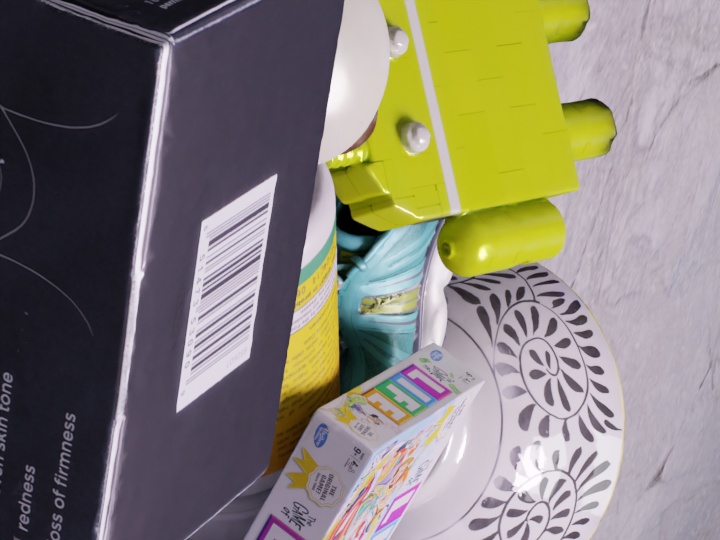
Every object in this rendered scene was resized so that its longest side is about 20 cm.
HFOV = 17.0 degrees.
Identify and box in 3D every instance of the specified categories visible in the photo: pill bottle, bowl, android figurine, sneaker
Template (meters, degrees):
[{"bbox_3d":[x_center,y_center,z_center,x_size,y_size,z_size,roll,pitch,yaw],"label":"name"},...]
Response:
[{"bbox_3d":[-0.065,0.033,1.115,0.113,0.112,0.201,-51,154,-38],"label":"pill bottle"},{"bbox_3d":[0.032,0.080,1.277,0.094,0.200,0.202,14,97,-60],"label":"bowl"},{"bbox_3d":[0.043,-0.088,1.150,0.199,0.041,0.183,-9,87,-44],"label":"android figurine"},{"bbox_3d":[0.000,0.000,1.202,0.079,0.077,0.201,4,105,-51],"label":"sneaker"}]

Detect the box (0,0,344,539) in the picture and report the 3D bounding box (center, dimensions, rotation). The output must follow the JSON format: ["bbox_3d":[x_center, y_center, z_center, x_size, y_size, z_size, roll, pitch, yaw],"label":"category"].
[{"bbox_3d":[-0.126,-0.029,0.785,0.124,0.196,0.201,-37,142,-56],"label":"box"}]

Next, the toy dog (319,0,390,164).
[{"bbox_3d":[-0.024,-0.141,0.956,0.140,0.193,0.201,-12,116,-80],"label":"toy dog"}]

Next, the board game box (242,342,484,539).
[{"bbox_3d":[-0.024,0.137,1.156,0.201,0.034,0.134,-61,165,24],"label":"board game box"}]
